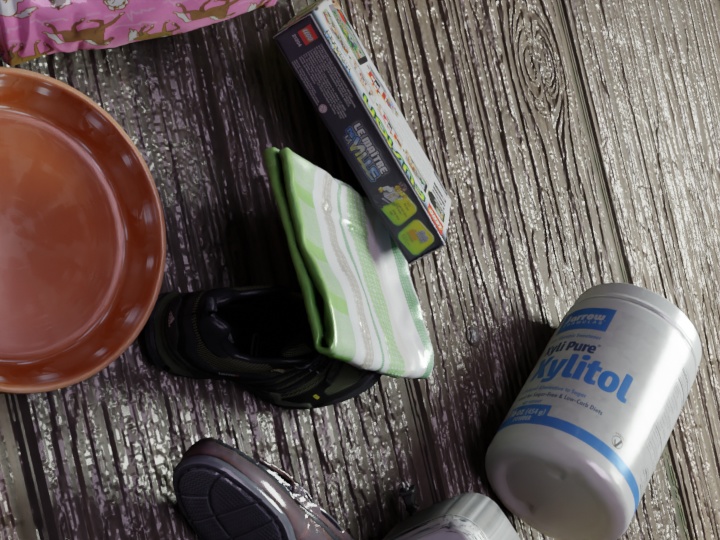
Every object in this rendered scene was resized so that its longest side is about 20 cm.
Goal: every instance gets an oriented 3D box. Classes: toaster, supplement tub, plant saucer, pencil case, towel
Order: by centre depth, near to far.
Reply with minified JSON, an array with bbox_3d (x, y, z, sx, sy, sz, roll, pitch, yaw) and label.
[{"bbox_3d":[-0.214,-0.024,0.673,0.198,0.032,0.203,11,72,-39],"label":"plant saucer"},{"bbox_3d":[-0.150,-0.194,0.693,0.198,0.083,0.087,-19,63,-18],"label":"pencil case"},{"bbox_3d":[0.072,0.243,0.768,0.202,0.113,0.129,66,9,11],"label":"toaster"},{"bbox_3d":[0.000,0.000,0.775,0.200,0.030,0.151,25,45,-67],"label":"towel"},{"bbox_3d":[0.204,0.122,0.939,0.132,0.131,0.201,52,52,-20],"label":"supplement tub"}]

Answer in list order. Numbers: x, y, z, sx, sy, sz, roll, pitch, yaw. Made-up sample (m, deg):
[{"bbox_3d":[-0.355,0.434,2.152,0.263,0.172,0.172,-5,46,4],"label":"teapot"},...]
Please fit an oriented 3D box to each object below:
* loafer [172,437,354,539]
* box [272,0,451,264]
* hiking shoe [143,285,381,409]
[{"bbox_3d":[-0.056,0.178,0.752,0.201,0.071,0.063,52,32,-27],"label":"loafer"},{"bbox_3d":[0.007,-0.114,0.849,0.201,0.034,0.110,59,17,-15],"label":"box"},{"bbox_3d":[-0.046,0.055,0.755,0.198,0.100,0.077,11,75,-38],"label":"hiking shoe"}]
